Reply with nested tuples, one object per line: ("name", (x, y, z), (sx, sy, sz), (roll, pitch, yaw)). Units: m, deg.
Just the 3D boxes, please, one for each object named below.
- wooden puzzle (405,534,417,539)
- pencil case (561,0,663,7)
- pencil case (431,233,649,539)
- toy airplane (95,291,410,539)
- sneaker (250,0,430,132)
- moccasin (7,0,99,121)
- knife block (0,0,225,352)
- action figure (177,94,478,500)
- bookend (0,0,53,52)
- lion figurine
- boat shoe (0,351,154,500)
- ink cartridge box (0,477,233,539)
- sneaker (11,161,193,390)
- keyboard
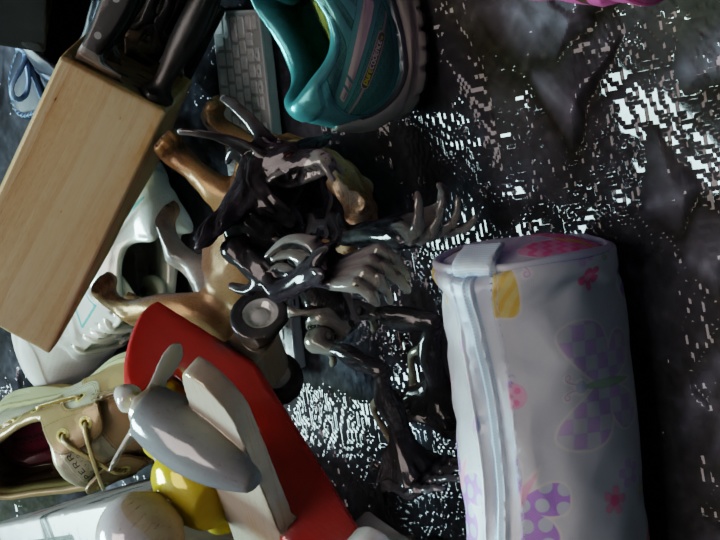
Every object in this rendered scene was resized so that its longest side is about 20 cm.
("wooden puzzle", (0.052, 0.264, 1.120), (0.200, 0.037, 0.186), (45, 134, 39))
("pencil case", (0.059, -0.168, 0.942), (0.199, 0.091, 0.094), (13, 149, 51))
("pencil case", (0.080, 0.082, 0.982), (0.083, 0.090, 0.202), (6, 103, 54))
("toy airplane", (-0.060, 0.121, 1.092), (0.201, 0.140, 0.199), (67, 169, -12))
("sneaker", (-0.024, -0.165, 1.067), (0.077, 0.079, 0.201), (-25, 78, 54))
("moccasin", (-0.173, -0.147, 1.292), (0.200, 0.068, 0.081), (-43, 65, 51))
("knife block", (-0.138, -0.077, 1.162), (0.064, 0.201, 0.176), (27, 154, -1))
("action figure", (0.000, 0.000, 1.032), (0.102, 0.119, 0.201), (-22, 106, 37))
("bookend", (-0.195, -0.248, 1.154), (0.199, 0.091, 0.201), (115, 162, -70))
("lion figurine", (-0.064, -0.008, 1.173), (0.122, 0.072, 0.200), (41, 139, 13))
("boat shoe", (-0.158, 0.101, 1.308), (0.199, 0.067, 0.074), (-19, 116, 42))
("ink cartridge box", (-0.130, 0.159, 1.278), (0.200, 0.115, 0.068), (-17, 87, 55))
("sneaker", (-0.155, 0.014, 1.314), (0.080, 0.070, 0.201), (49, 136, 31))
("keyboard", (-0.057, -0.042, 1.210), (0.056, 0.011, 0.202), (6, 104, 54))
